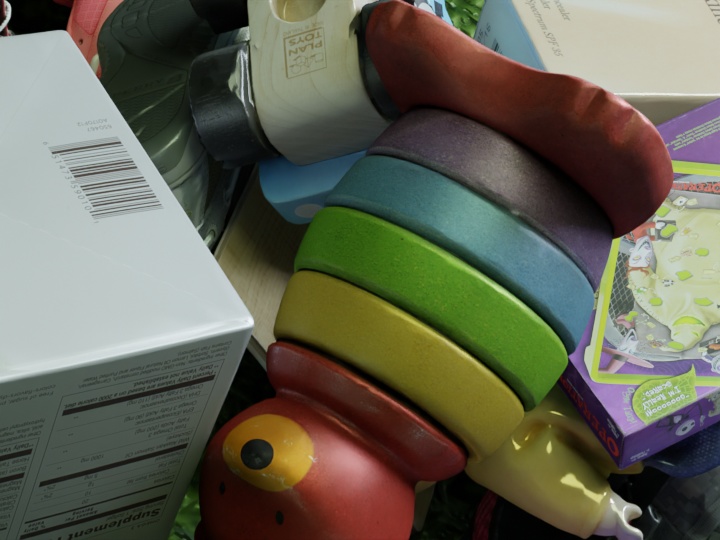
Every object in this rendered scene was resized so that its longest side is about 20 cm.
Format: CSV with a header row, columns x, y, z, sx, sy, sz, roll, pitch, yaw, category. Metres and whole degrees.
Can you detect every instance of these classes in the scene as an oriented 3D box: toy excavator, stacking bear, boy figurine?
x,y,z,sx,sy,sz,roll,pitch,yaw,category
0.015,-0.044,0.957,0.099,0.200,0.195,-15,62,19,toy excavator
0.014,0.027,0.808,0.121,0.114,0.201,26,78,27,stacking bear
0.084,0.058,0.900,0.199,0.065,0.125,-7,48,0,boy figurine

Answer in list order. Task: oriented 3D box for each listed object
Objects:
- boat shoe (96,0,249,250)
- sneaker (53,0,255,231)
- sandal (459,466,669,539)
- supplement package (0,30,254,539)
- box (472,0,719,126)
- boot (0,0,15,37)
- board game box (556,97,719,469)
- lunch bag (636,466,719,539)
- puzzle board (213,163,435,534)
x,y,z,sx,sy,sz,roll,pitch,yaw,category
-0.073,-0.077,0.990,0.074,0.065,0.202,-15,31,14,boat shoe
-0.101,-0.088,1.091,0.086,0.074,0.201,-12,49,-10,sneaker
0.079,0.104,0.923,0.075,0.045,0.201,24,68,17,sandal
-0.158,0.046,0.804,0.150,0.201,0.152,-11,52,-34,supplement package
0.153,-0.073,1.006,0.199,0.078,0.095,-2,42,-21,box
-0.147,-0.063,0.969,0.200,0.145,0.072,35,41,10,boot
0.154,-0.013,0.896,0.199,0.032,0.120,-24,53,-17,board game box
0.167,0.037,1.038,0.199,0.118,0.164,-21,55,-32,lunch bag
0.000,0.000,1.014,0.151,0.017,0.200,51,34,-24,puzzle board
